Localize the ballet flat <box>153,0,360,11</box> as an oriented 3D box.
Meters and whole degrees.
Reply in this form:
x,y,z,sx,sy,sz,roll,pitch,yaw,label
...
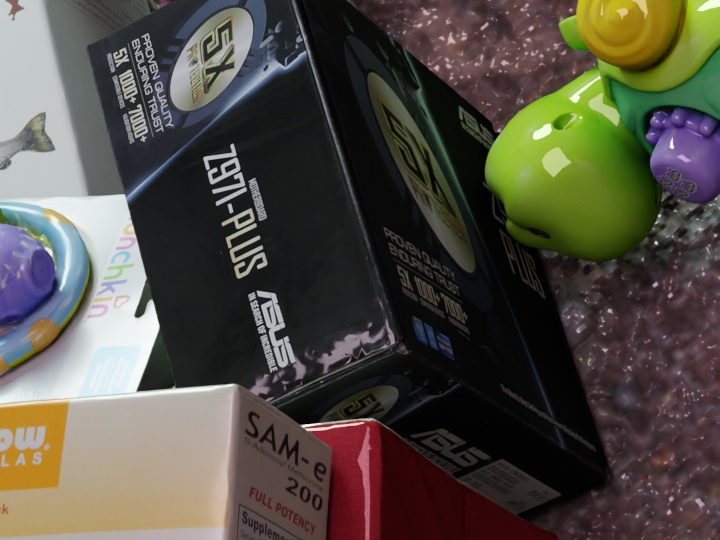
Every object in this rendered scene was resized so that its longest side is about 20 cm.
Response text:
x,y,z,sx,sy,sz,roll,pitch,yaw,label
-0.057,-0.125,1.195,0.200,0.071,0.069,41,107,-4,ballet flat

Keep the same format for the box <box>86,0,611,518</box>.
x,y,z,sx,sy,sz,roll,pitch,yaw,label
0.000,0.000,1.061,0.086,0.200,0.164,-25,63,17,box

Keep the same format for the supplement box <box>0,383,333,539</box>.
x,y,z,sx,sy,sz,roll,pitch,yaw,label
-0.084,0.142,0.872,0.126,0.074,0.200,-6,68,23,supplement box

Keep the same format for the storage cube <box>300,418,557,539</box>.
x,y,z,sx,sy,sz,roll,pitch,yaw,label
-0.041,0.165,0.985,0.200,0.171,0.180,-7,70,24,storage cube

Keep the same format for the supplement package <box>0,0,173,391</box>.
x,y,z,sx,sy,sz,roll,pitch,yaw,label
-0.145,-0.036,1.195,0.117,0.117,0.200,-23,64,16,supplement package

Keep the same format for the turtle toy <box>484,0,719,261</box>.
x,y,z,sx,sy,sz,roll,pitch,yaw,label
0.138,-0.067,1.063,0.200,0.146,0.101,-15,88,23,turtle toy

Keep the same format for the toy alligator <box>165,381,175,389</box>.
x,y,z,sx,sy,sz,roll,pitch,yaw,label
-0.054,0.051,1.076,0.054,0.200,0.059,-22,88,17,toy alligator

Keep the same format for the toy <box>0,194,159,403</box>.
x,y,z,sx,sy,sz,roll,pitch,yaw,label
-0.167,0.001,1.073,0.200,0.047,0.115,-4,45,24,toy
